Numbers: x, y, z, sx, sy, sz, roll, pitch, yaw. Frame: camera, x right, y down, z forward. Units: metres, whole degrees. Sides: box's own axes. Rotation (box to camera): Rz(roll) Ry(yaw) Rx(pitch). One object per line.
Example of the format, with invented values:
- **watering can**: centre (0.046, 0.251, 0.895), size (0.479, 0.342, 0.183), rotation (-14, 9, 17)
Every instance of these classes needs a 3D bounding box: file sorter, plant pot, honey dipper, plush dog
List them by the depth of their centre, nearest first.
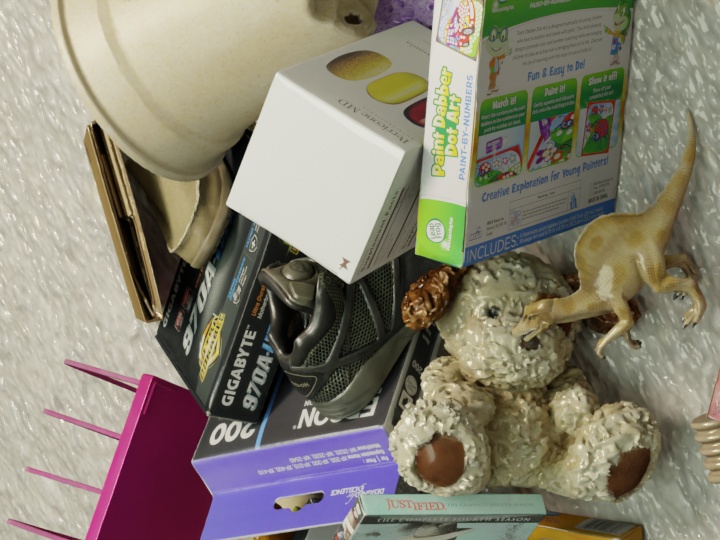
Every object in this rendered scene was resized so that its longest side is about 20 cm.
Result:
- **honey dipper**: centre (0.281, 0.197, 1.497), size (0.038, 0.038, 0.200), rotation (-14, 95, 38)
- **plush dog**: centre (0.111, 0.072, 1.535), size (0.160, 0.200, 0.172), rotation (-160, 74, -77)
- **plant pot**: centre (-0.095, -0.192, 1.558), size (0.183, 0.200, 0.201), rotation (-25, 86, 28)
- **file sorter**: centre (-0.203, 0.187, 1.744), size (0.125, 0.139, 0.200), rotation (12, 80, 39)

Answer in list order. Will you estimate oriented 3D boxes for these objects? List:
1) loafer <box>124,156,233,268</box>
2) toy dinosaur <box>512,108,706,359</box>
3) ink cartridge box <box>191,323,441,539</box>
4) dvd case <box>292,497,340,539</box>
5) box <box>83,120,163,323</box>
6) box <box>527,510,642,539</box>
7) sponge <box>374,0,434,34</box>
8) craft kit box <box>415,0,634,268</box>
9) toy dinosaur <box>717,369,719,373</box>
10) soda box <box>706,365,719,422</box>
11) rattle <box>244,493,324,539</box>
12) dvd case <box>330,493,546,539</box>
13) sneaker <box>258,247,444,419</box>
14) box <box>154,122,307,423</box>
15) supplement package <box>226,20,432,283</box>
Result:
- **loafer**: centre (-0.150, -0.080, 1.669), size (0.076, 0.067, 0.200), rotation (-60, 30, 33)
- **toy dinosaur**: centre (0.198, -0.008, 1.464), size (0.101, 0.058, 0.200), rotation (43, 88, -21)
- **ink cartridge box**: centre (-0.036, 0.109, 1.623), size (0.198, 0.200, 0.043), rotation (-15, 134, 38)
- **dvd case**: centre (-0.001, 0.269, 1.660), size (0.025, 0.150, 0.200), rotation (-119, 43, -53)
- **box**: centre (-0.193, -0.038, 1.716), size (0.200, 0.021, 0.164), rotation (178, 76, -81)
- **box**: centre (0.159, 0.285, 1.607), size (0.119, 0.041, 0.200), rotation (6, 107, 36)
- **sponge**: centre (0.008, -0.194, 1.603), size (0.200, 0.030, 0.112), rotation (43, 123, 20)
- **craft kit box**: centre (0.116, -0.118, 1.435), size (0.049, 0.200, 0.198), rotation (19, 112, 33)
- **toy dinosaur**: centre (0.332, 0.145, 1.443), size (0.200, 0.060, 0.106), rotation (12, 82, 31)
- **soda box**: centre (0.295, 0.012, 1.401), size (0.070, 0.063, 0.200), rotation (19, 102, 32)
- **rattle**: centre (-0.101, 0.249, 1.726), size (0.200, 0.143, 0.130), rotation (-8, 94, 37)
- **dvd case**: centre (0.035, 0.224, 1.570), size (0.200, 0.146, 0.022), rotation (118, 147, -47)
- **sneaker**: centre (0.000, 0.000, 1.556), size (0.076, 0.114, 0.199), rotation (17, 67, 49)
- **box**: centre (-0.092, -0.002, 1.648), size (0.159, 0.046, 0.200), rotation (48, 121, 60)
- **supplement package**: centre (0.016, -0.088, 1.481), size (0.114, 0.200, 0.110), rotation (32, 119, 17)
